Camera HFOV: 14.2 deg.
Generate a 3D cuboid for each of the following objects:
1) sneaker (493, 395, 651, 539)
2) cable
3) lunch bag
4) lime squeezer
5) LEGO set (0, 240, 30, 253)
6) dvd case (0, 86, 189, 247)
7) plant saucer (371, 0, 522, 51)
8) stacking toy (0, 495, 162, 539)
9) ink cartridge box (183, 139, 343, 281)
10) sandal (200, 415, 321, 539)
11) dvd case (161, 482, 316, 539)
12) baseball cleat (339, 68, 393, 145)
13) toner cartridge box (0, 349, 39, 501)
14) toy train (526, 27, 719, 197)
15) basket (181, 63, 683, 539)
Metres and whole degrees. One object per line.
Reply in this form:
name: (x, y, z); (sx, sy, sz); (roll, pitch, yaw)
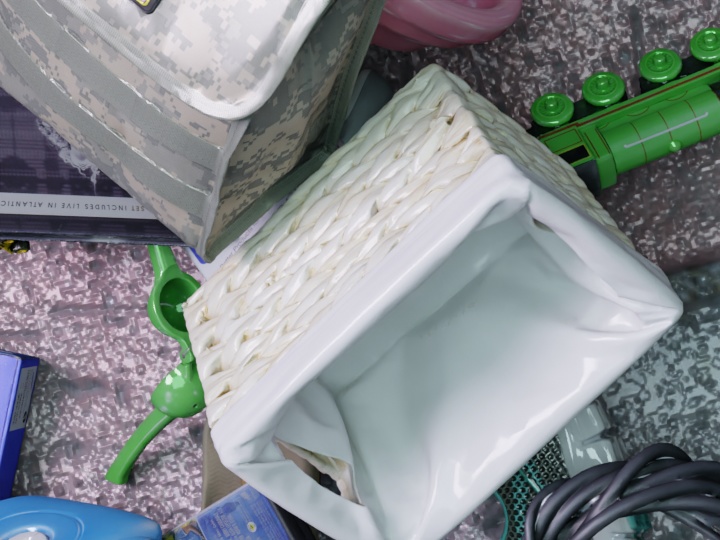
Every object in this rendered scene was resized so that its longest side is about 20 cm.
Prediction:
sneaker: (0.078, 0.069, 1.478); (0.091, 0.078, 0.200); (-19, 84, 12)
cable: (0.147, 0.172, 1.444); (0.200, 0.051, 0.163); (35, 111, -26)
lunch bag: (-0.082, -0.128, 1.329); (0.164, 0.200, 0.118); (40, 57, 14)
lime squeezer: (-0.101, 0.030, 1.479); (0.038, 0.071, 0.200); (-14, 120, -29)
LEGO set: (-0.247, -0.094, 1.492); (0.116, 0.154, 0.200); (-14, 83, 8)
dvd case: (-0.145, -0.109, 1.441); (0.149, 0.016, 0.200); (2, 70, -25)
plant saucer: (-0.008, -0.180, 1.439); (0.201, 0.201, 0.051); (48, 114, 7)
stacking toy: (-0.148, 0.223, 1.468); (0.110, 0.116, 0.200); (8, 120, 37)
ink cartridge box: (-0.076, -0.072, 1.488); (0.095, 0.037, 0.200); (-52, 55, 21)
sandal: (-0.049, 0.156, 1.486); (0.080, 0.054, 0.200); (-1, 108, 15)
dvd case: (-0.076, 0.203, 1.473); (0.200, 0.018, 0.143); (-33, 84, 38)
baseball cleat: (0.000, 0.000, 1.500); (0.106, 0.070, 0.200); (21, 102, 3)
toner cartridge box: (-0.279, 0.071, 1.545); (0.200, 0.043, 0.095); (13, 90, 8)
toy train: (0.114, -0.065, 1.464); (0.200, 0.042, 0.056); (-22, 49, -5)
basket: (0.028, 0.019, 1.379); (0.200, 0.123, 0.136); (-43, 127, 15)
